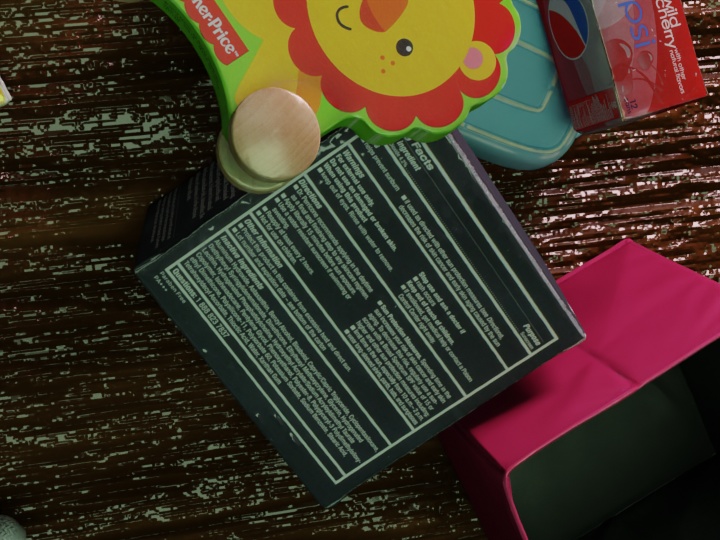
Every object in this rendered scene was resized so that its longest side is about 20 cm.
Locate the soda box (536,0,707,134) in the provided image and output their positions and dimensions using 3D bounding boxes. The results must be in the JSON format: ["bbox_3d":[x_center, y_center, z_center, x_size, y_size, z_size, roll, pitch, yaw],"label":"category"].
[{"bbox_3d":[0.150,-0.193,0.871,0.069,0.063,0.202,-17,94,-22],"label":"soda box"}]

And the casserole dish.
[{"bbox_3d":[0.080,-0.139,0.907,0.198,0.039,0.122,20,97,-18],"label":"casserole dish"}]

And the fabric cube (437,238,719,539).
[{"bbox_3d":[0.174,0.125,0.912,0.199,0.199,0.198,-30,110,-7],"label":"fabric cube"}]

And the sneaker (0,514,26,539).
[{"bbox_3d":[-0.253,0.256,0.892,0.113,0.076,0.201,37,97,-21],"label":"sneaker"}]

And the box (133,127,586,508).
[{"bbox_3d":[0.000,0.000,0.856,0.197,0.123,0.201,-33,111,9],"label":"box"}]

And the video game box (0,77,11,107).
[{"bbox_3d":[-0.327,-0.147,0.785,0.198,0.047,0.184,-22,105,-9],"label":"video game box"}]

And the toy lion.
[{"bbox_3d":[-0.020,-0.148,0.725,0.191,0.069,0.201,-37,94,-14],"label":"toy lion"}]
